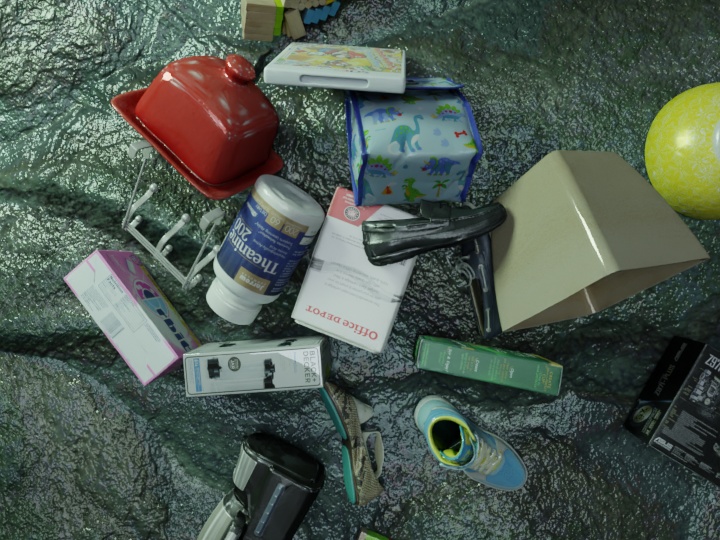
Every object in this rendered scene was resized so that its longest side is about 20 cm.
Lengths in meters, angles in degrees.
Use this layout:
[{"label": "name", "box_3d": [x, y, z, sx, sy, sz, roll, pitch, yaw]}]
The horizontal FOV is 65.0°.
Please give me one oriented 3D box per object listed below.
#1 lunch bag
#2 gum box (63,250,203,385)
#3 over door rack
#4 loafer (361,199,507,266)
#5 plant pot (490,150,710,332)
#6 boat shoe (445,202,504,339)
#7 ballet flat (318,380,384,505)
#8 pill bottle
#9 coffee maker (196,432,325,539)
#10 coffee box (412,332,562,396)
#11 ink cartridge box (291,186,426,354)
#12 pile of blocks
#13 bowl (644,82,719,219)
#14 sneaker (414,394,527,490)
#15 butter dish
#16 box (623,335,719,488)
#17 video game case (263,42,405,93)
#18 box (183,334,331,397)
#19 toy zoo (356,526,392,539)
[{"label": "lunch bag", "box_3d": [0.065, -0.203, 0.798, 0.166, 0.129, 0.203, -1, 55, -8]}, {"label": "gum box", "box_3d": [-0.333, 0.060, 0.836, 0.066, 0.114, 0.201, -37, 90, 2]}, {"label": "over door rack", "box_3d": [-0.265, -0.077, 0.811, 0.147, 0.200, 0.067, 42, 51, 2]}, {"label": "loafer", "box_3d": [0.097, -0.062, 0.757, 0.196, 0.068, 0.072, -15, 97, 6]}, {"label": "plant pot", "box_3d": [0.288, -0.047, 0.754, 0.196, 0.200, 0.181, -6, 69, -30]}, {"label": "boat shoe", "box_3d": [0.173, 0.002, 0.839, 0.061, 0.075, 0.204, -20, 99, -9]}, {"label": "ballet flat", "box_3d": [-0.006, 0.252, 0.860, 0.074, 0.068, 0.204, -17, 96, -20]}, {"label": "pill bottle", "box_3d": [-0.144, -0.025, 0.817, 0.110, 0.111, 0.202, 34, 108, 1]}, {"label": "coffee maker", "box_3d": [-0.130, 0.372, 0.841, 0.190, 0.135, 0.203, 28, 93, -22]}, {"label": "coffee box", "box_3d": [0.176, 0.131, 0.816, 0.195, 0.123, 0.045, 11, 88, 3]}, {"label": "ink cartridge box", "box_3d": [0.000, 0.000, 0.838, 0.144, 0.083, 0.204, 20, 91, 2]}, {"label": "pile of blocks", "box_3d": [-0.093, -0.409, 0.850, 0.196, 0.083, 0.063, -21, 60, -2]}, {"label": "bowl", "box_3d": [0.527, -0.178, 0.803, 0.195, 0.108, 0.205, 0, 91, 2]}, {"label": "sneaker", "box_3d": [0.165, 0.268, 0.813, 0.198, 0.131, 0.080, 33, 91, 1]}, {"label": "butter dish", "box_3d": [-0.191, -0.224, 0.769, 0.200, 0.199, 0.148, 43, 124, 1]}, {"label": "box", "box_3d": [0.522, 0.220, 0.821, 0.197, 0.086, 0.166, 30, 92, 1]}, {"label": "video game case", "box_3d": [-0.026, -0.285, 0.784, 0.178, 0.201, 0.023, 5, 120, 2]}, {"label": "box", "box_3d": [-0.145, 0.137, 0.830, 0.195, 0.117, 0.062, -5, 91, 1]}, {"label": "toy zoo", "box_3d": [0.068, 0.500, 0.876, 0.196, 0.020, 0.134, 22, 92, 1]}]
